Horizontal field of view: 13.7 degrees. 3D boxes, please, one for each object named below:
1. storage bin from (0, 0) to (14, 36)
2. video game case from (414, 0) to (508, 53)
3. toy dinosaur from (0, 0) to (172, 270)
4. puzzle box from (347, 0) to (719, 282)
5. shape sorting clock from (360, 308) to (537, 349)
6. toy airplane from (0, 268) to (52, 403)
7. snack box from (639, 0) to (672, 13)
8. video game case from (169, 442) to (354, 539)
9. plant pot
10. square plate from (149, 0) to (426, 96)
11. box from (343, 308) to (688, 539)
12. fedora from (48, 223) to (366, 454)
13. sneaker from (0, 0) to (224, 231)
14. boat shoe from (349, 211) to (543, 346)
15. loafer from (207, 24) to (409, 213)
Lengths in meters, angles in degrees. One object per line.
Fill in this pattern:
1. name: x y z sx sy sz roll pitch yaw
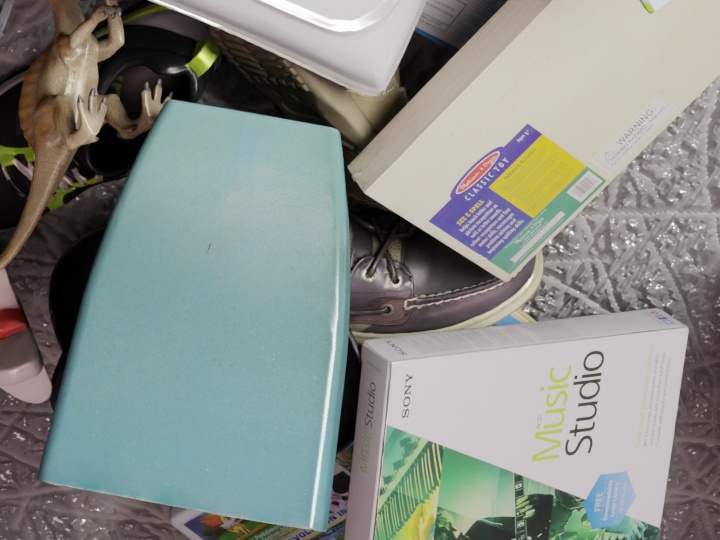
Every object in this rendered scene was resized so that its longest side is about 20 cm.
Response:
1. storage bin: -0.229 -0.143 1.536 0.093 0.135 0.200 18 126 -10
2. video game case: 0.116 -0.181 1.553 0.143 0.018 0.200 25 125 -24
3. toy dinosaur: -0.152 -0.081 1.564 0.058 0.201 0.101 16 166 -39
4. puzzle box: 0.102 -0.091 1.565 0.200 0.025 0.133 -45 138 13
5. shape sorting clock: 0.031 0.087 1.756 0.199 0.039 0.200 1 127 2
6. toy airplane: -0.262 0.069 1.597 0.200 0.141 0.199 28 122 -13
7. snack box: 0.195 -0.219 1.428 0.200 0.142 0.053 -31 122 8
8. video game case: 0.020 0.149 1.772 0.200 0.022 0.182 -31 123 30
9. plant pot: -0.070 0.022 1.526 0.141 0.141 0.201 10 85 1
10. square plate: -0.029 -0.204 1.461 0.198 0.028 0.200 21 104 -23
11. box: 0.086 0.101 1.676 0.199 0.036 0.145 -6 112 -28
12. fedora: -0.098 0.064 1.653 0.200 0.092 0.201 18 137 18
13. sneaker: -0.153 -0.077 1.615 0.072 0.083 0.200 39 120 -23
14. boat shoe: 0.000 0.000 1.667 0.199 0.072 0.065 -5 147 14
15. loafer: -0.006 -0.097 1.590 0.076 0.068 0.200 21 161 36
